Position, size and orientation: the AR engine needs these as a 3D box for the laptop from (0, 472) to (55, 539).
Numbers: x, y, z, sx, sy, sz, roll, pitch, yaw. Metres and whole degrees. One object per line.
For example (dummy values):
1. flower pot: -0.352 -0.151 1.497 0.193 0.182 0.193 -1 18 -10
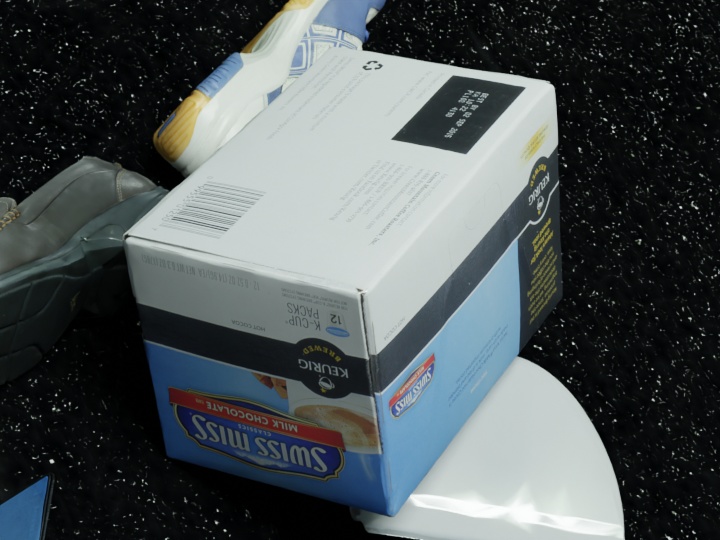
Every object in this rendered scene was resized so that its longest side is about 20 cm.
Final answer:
1. laptop: -0.226 0.168 0.780 0.199 0.116 0.188 8 49 -5

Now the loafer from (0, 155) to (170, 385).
1. loafer: -0.167 0.000 1.028 0.072 0.073 0.200 37 34 18

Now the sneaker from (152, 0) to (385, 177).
1. sneaker: -0.032 -0.097 1.188 0.088 0.075 0.200 43 51 -4

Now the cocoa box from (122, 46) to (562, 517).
1. cocoa box: 0.000 0.000 1.038 0.133 0.132 0.200 12 38 26

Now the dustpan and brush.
1. dustpan and brush: 0.066 0.069 1.106 0.139 0.057 0.200 9 54 -5
